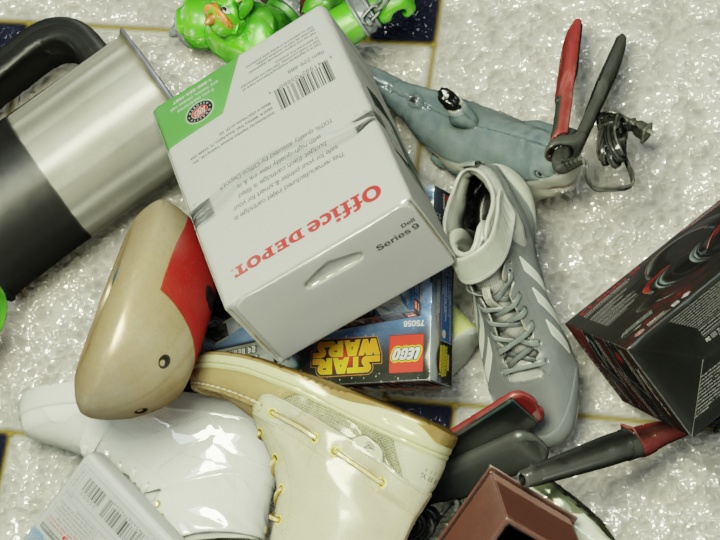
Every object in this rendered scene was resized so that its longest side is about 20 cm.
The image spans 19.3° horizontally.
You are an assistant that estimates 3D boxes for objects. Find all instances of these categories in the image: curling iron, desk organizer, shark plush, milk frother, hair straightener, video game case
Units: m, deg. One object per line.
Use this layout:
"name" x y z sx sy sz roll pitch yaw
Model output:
"curling iron" 0.189 0.110 1.411 0.199 0.050 0.026 -13 75 -25
"desk organizer" 0.061 0.235 1.368 0.072 0.077 0.200 31 102 -13
"shark plush" 0.078 -0.114 1.534 0.091 0.083 0.200 -45 69 -6
"milk frother" -0.238 -0.110 1.527 0.188 0.200 0.181 -36 78 -3
"hair straightener" 0.173 -0.112 1.484 0.077 0.041 0.200 17 32 -1
"hair straightener" 0.039 0.157 1.427 0.199 0.041 0.077 -28 39 20
"video game case" -0.170 0.258 1.450 0.200 0.024 0.182 43 105 21

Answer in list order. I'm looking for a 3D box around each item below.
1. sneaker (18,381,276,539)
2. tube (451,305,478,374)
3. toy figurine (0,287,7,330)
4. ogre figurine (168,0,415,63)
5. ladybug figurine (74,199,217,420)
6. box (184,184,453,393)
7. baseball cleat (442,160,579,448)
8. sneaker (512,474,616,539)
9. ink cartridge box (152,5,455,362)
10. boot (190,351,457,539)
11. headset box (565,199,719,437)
"sneaker" -0.155 0.145 1.493 0.199 0.074 0.116 4 68 11
"tube" 0.000 0.000 1.530 0.058 0.052 0.200 -26 58 -37
"toy figurine" -0.379 0.036 1.545 0.184 0.150 0.200 41 93 30
"ogre figurine" -0.061 -0.197 1.584 0.200 0.098 0.120 33 77 19
"ladybug figurine" -0.142 0.030 1.451 0.072 0.136 0.200 21 32 -8
"box" -0.030 0.018 1.495 0.199 0.040 0.138 -4 76 28
"baseball cleat" 0.094 0.024 1.447 0.069 0.106 0.201 -19 79 24
"sneaker" 0.153 0.221 1.414 0.089 0.077 0.200 -48 61 3
"ink cartridge box" -0.041 -0.059 1.444 0.145 0.084 0.201 -30 50 9
"boot" -0.048 0.146 1.414 0.199 0.072 0.155 18 87 25
"headset box" 0.228 0.025 1.408 0.148 0.200 0.075 -38 97 -3
